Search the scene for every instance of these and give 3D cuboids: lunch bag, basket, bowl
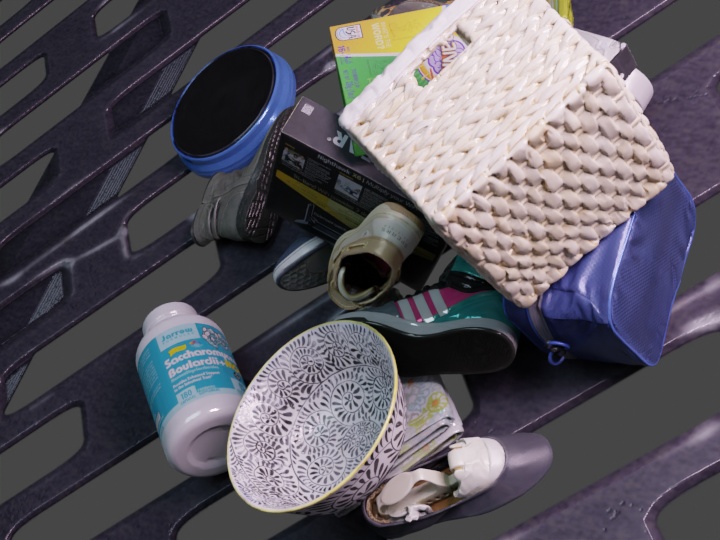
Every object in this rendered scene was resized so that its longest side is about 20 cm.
[{"bbox_3d":[0.215,-0.006,1.057,0.131,0.136,0.202,7,68,39],"label":"lunch bag"},{"bbox_3d":[0.128,-0.105,0.957,0.198,0.200,0.161,-42,52,7],"label":"basket"},{"bbox_3d":[-0.180,-0.223,1.557,0.199,0.039,0.203,-19,53,27],"label":"bowl"},{"bbox_3d":[-0.024,0.158,1.085,0.199,0.094,0.203,-25,42,25],"label":"bowl"}]

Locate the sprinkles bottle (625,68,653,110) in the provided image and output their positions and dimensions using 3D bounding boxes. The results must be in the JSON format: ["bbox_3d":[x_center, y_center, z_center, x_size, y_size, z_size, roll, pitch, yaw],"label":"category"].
[{"bbox_3d":[0.226,-0.119,1.169,0.068,0.068,0.201,24,79,43],"label":"sprinkles bottle"}]

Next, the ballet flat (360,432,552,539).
[{"bbox_3d":[0.084,0.200,1.068,0.198,0.073,0.074,-26,49,20],"label":"ballet flat"}]

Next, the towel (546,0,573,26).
[{"bbox_3d":[0.140,-0.243,1.227,0.198,0.018,0.087,-25,31,27],"label":"towel"}]

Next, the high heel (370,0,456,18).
[{"bbox_3d":[0.106,-0.317,1.395,0.142,0.072,0.200,-43,45,-7],"label":"high heel"}]

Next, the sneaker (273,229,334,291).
[{"bbox_3d":[-0.039,-0.078,1.323,0.201,0.077,0.147,-36,57,-1],"label":"sneaker"}]

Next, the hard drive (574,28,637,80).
[{"bbox_3d":[0.168,-0.167,1.160,0.200,0.038,0.140,-46,36,-5],"label":"hard drive"}]

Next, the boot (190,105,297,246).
[{"bbox_3d":[-0.147,-0.124,1.455,0.130,0.068,0.202,3,63,44],"label":"boot"}]

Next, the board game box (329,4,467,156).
[{"bbox_3d":[0.077,-0.197,1.123,0.197,0.041,0.154,-11,51,-2],"label":"board game box"}]

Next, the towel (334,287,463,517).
[{"bbox_3d":[0.005,0.136,1.185,0.170,0.048,0.201,-34,47,10],"label":"towel"}]

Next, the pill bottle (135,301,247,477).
[{"bbox_3d":[-0.192,0.127,1.290,0.110,0.111,0.201,-39,47,9],"label":"pill bottle"}]

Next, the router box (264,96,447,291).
[{"bbox_3d":[0.004,-0.075,1.177,0.198,0.158,0.053,29,62,2],"label":"router box"}]

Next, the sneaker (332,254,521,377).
[{"bbox_3d":[0.073,0.038,1.137,0.197,0.084,0.121,1,38,25],"label":"sneaker"}]

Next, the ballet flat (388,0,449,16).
[{"bbox_3d":[0.129,-0.271,1.294,0.197,0.068,0.046,11,30,12],"label":"ballet flat"}]

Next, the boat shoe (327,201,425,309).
[{"bbox_3d":[0.000,0.000,1.169,0.070,0.073,0.200,-58,2,-30],"label":"boat shoe"}]
